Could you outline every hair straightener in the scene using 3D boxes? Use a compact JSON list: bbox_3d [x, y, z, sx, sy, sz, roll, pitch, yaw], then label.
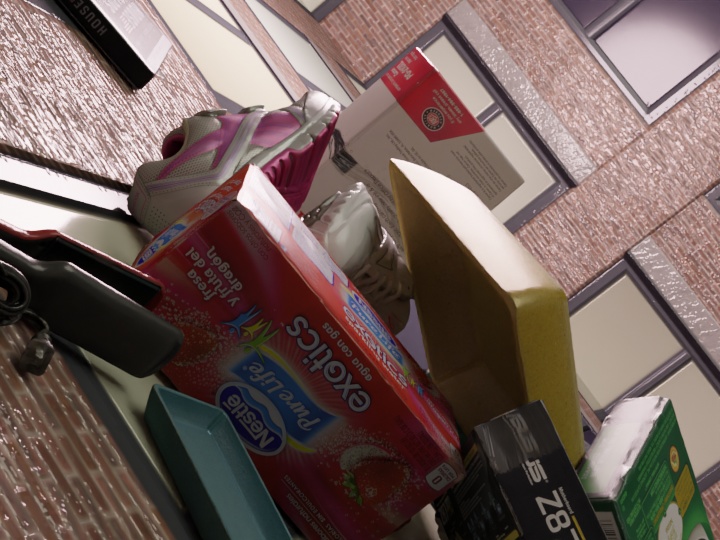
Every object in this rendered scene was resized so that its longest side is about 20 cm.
[{"bbox_3d":[-0.145,0.003,0.555,0.200,0.041,0.077,41,15,-50],"label":"hair straightener"}]

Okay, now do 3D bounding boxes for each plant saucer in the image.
[{"bbox_3d":[0.088,0.044,0.833,0.200,0.048,0.201,-123,-163,-55],"label":"plant saucer"},{"bbox_3d":[-0.044,0.142,0.600,0.201,0.019,0.070,59,11,28],"label":"plant saucer"}]

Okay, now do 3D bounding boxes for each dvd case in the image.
[{"bbox_3d":[-0.237,-0.247,1.075,0.200,0.025,0.150,49,11,-16],"label":"dvd case"}]

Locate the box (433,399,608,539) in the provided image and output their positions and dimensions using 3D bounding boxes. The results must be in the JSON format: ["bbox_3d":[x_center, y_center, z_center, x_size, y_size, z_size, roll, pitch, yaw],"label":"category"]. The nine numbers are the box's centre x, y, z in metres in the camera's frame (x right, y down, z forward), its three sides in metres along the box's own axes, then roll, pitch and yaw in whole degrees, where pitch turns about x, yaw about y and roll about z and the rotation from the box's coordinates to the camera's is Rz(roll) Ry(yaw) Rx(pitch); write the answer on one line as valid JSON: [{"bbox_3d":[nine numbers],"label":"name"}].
[{"bbox_3d":[0.102,0.181,0.756,0.200,0.049,0.162,99,-33,-68],"label":"box"}]

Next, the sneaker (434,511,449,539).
[{"bbox_3d":[0.105,0.210,0.956,0.200,0.077,0.080,19,54,-66],"label":"sneaker"}]

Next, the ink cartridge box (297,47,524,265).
[{"bbox_3d":[0.027,-0.080,1.190,0.145,0.200,0.084,47,8,-25],"label":"ink cartridge box"}]

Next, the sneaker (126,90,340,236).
[{"bbox_3d":[-0.081,-0.076,0.854,0.088,0.082,0.200,32,37,9],"label":"sneaker"}]

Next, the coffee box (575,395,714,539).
[{"bbox_3d":[0.190,0.199,0.823,0.123,0.044,0.202,-43,117,-51],"label":"coffee box"}]

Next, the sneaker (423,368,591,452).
[{"bbox_3d":[0.100,0.131,0.962,0.087,0.075,0.199,25,-4,-35],"label":"sneaker"}]

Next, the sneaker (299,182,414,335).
[{"bbox_3d":[0.000,0.000,0.863,0.100,0.078,0.200,56,11,1],"label":"sneaker"}]

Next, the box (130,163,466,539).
[{"bbox_3d":[-0.037,0.052,0.722,0.200,0.095,0.100,51,10,-13],"label":"box"}]
